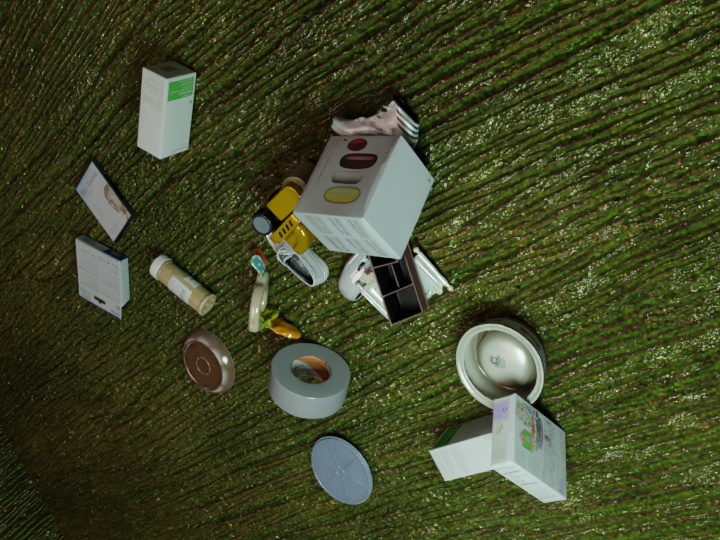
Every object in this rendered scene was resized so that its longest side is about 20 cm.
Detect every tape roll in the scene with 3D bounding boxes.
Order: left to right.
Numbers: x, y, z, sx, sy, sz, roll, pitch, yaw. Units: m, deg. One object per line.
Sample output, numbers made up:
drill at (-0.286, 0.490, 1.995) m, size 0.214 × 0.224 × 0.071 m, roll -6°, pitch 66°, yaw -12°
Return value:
tape roll at (-0.125, 0.266, 1.771) m, size 0.197 × 0.199 × 0.068 m, roll 28°, pitch 124°, yaw 20°

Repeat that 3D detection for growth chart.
growth chart at (0.090, 0.031, 1.613) m, size 0.198 × 0.018 × 0.146 m, roll -33°, pitch 101°, yaw 33°

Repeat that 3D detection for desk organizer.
desk organizer at (0.075, 0.007, 1.548) m, size 0.070 × 0.077 × 0.205 m, roll -13°, pitch 102°, yaw 28°

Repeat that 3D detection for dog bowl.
dog bowl at (0.303, 0.190, 1.532) m, size 0.196 × 0.073 × 0.206 m, roll 15°, pitch 118°, yaw 28°

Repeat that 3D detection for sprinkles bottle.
sprinkles bottle at (-0.489, 0.039, 2.001) m, size 0.198 × 0.068 × 0.069 m, roll 36°, pitch 126°, yaw 15°

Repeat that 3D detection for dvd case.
dvd case at (-0.736, -0.201, 2.095) m, size 0.202 × 0.017 × 0.142 m, roll 53°, pitch 129°, yaw 4°

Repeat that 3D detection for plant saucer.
plant saucer at (-0.446, 0.269, 2.096) m, size 0.196 × 0.032 × 0.206 m, roll 14°, pitch 118°, yaw 28°

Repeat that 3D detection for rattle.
rattle at (-0.214, 0.059, 1.828) m, size 0.139 × 0.130 × 0.206 m, roll 11°, pitch 90°, yaw 17°

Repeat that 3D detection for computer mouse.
computer mouse at (0.000, 0.000, 1.671) m, size 0.109 × 0.044 × 0.202 m, roll 39°, pitch 126°, yaw 12°

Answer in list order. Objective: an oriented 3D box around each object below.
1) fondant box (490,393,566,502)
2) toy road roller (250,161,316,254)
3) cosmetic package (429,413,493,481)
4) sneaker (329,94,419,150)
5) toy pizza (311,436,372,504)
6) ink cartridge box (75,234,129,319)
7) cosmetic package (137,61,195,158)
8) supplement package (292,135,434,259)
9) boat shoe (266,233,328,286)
fondant box at (0.345, 0.363, 1.480) m, size 0.057 × 0.147 × 0.199 m, roll -22°, pitch 134°, yaw 37°
toy road roller at (-0.141, -0.134, 1.666) m, size 0.146 × 0.124 × 0.199 m, roll 43°, pitch 129°, yaw -9°
cosmetic package at (0.266, 0.389, 1.622) m, size 0.198 × 0.107 × 0.086 m, roll -29°, pitch 93°, yaw 37°
sneaker at (0.035, -0.313, 1.506) m, size 0.196 × 0.076 × 0.118 m, roll 22°, pitch 112°, yaw 15°
toy pizza at (-0.047, 0.529, 1.941) m, size 0.196 × 0.032 × 0.206 m, roll 15°, pitch 117°, yaw 30°
ink cartridge box at (-0.781, 0.020, 2.206) m, size 0.196 × 0.040 × 0.205 m, roll 24°, pitch 122°, yaw 23°
cosmetic package at (-0.473, -0.391, 1.770) m, size 0.083 × 0.107 × 0.204 m, roll 26°, pitch 124°, yaw 20°
supplement package at (0.007, -0.151, 1.462) m, size 0.196 × 0.195 × 0.147 m, roll 8°, pitch 155°, yaw 41°
boat shoe at (-0.166, -0.036, 1.750) m, size 0.200 × 0.068 × 0.072 m, roll 47°, pitch 128°, yaw 7°
